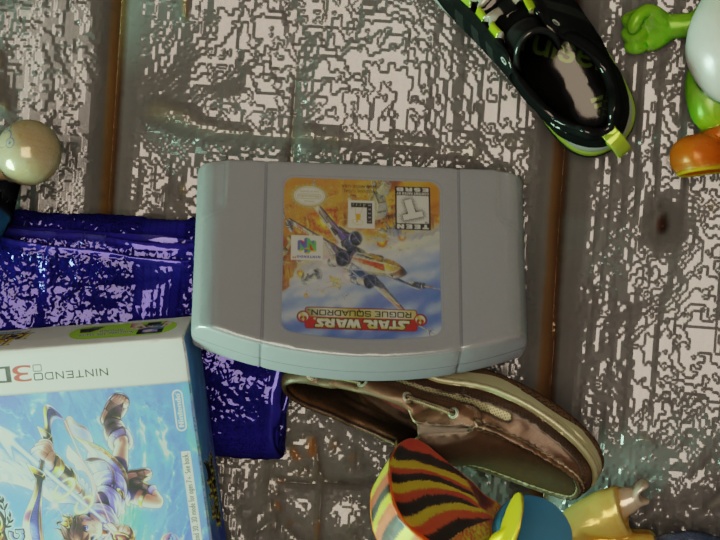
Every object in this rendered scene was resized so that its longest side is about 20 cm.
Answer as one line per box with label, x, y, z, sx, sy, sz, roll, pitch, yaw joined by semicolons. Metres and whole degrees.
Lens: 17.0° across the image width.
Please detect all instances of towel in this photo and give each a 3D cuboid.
towel;-0.139;0.038;1.482;0.199;0.050;0.149;4;91;5

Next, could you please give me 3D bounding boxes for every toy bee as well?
toy bee;0.085;0.180;1.362;0.199;0.109;0.131;16;133;19

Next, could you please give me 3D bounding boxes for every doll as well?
doll;-0.255;-0.018;1.460;0.200;0.137;0.048;-39;124;16

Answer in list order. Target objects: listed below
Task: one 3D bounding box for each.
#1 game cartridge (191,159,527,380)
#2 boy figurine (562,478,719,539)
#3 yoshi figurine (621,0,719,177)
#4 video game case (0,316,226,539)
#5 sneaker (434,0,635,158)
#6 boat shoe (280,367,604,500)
game cartridge;0.000;0.000;1.435;0.199;0.042;0.134;2;57;-3
boy figurine;0.151;0.187;1.452;0.199;0.064;0.125;5;95;3
yoshi figurine;0.205;-0.159;1.419;0.112;0.112;0.201;-4;88;12
video game case;-0.178;0.134;1.465;0.180;0.045;0.201;-4;105;9
sneaker;0.101;-0.152;1.438;0.072;0.083;0.200;-41;87;5
boat shoe;0.044;0.095;1.446;0.202;0.075;0.075;26;59;12
